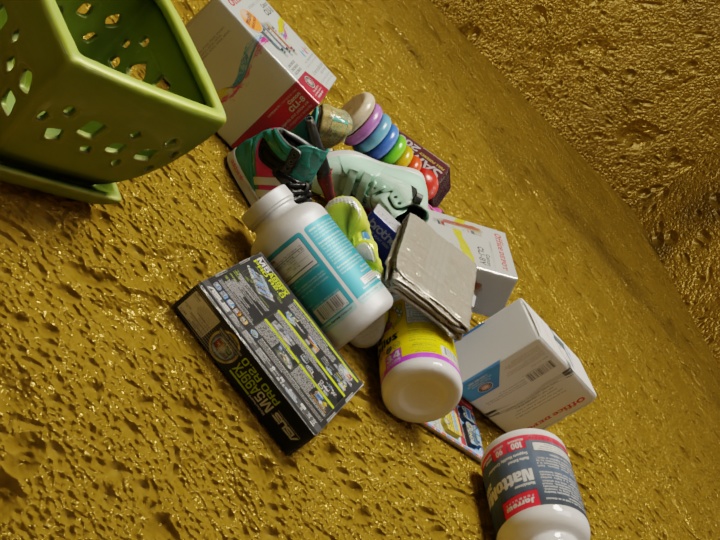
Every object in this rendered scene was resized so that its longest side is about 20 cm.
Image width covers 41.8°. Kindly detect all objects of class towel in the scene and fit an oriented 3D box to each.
[{"bbox_3d":[0.098,0.006,1.272,0.132,0.034,0.200,39,28,-9],"label":"towel"}]

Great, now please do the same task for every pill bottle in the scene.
[{"bbox_3d":[-0.059,-0.006,1.153,0.200,0.111,0.111,53,23,2],"label":"pill bottle"},{"bbox_3d":[0.227,0.313,1.204,0.119,0.119,0.200,38,25,-28],"label":"pill bottle"},{"bbox_3d":[0.073,0.099,1.255,0.104,0.104,0.200,39,25,-27],"label":"pill bottle"}]

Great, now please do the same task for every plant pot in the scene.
[{"bbox_3d":[-0.282,-0.183,0.907,0.200,0.181,0.200,15,42,-56],"label":"plant pot"}]

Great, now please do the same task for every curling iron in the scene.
[{"bbox_3d":[-0.047,-0.130,1.341,0.050,0.025,0.201,-124,-162,-53],"label":"curling iron"}]

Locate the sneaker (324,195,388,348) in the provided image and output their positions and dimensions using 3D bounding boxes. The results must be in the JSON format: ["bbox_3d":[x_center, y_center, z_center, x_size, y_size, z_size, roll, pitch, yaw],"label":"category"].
[{"bbox_3d":[0.000,0.000,1.261,0.105,0.075,0.201,-14,96,-82],"label":"sneaker"}]

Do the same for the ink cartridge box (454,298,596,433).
[{"bbox_3d":[0.237,0.153,1.397,0.200,0.146,0.086,41,22,-42],"label":"ink cartridge box"}]

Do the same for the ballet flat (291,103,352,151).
[{"bbox_3d":[-0.059,-0.202,1.399,0.071,0.071,0.200,47,-13,-11],"label":"ballet flat"}]

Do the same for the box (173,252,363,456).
[{"bbox_3d":[-0.095,0.085,1.036,0.200,0.044,0.160,52,22,1],"label":"box"}]

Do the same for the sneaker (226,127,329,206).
[{"bbox_3d":[-0.082,-0.111,1.253,0.200,0.121,0.084,56,23,10],"label":"sneaker"}]

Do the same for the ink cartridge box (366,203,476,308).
[{"bbox_3d":[0.064,0.008,1.365,0.200,0.094,0.044,43,23,-5],"label":"ink cartridge box"}]

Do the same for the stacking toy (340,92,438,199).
[{"bbox_3d":[0.048,-0.184,1.482,0.200,0.085,0.086,42,24,-25],"label":"stacking toy"}]

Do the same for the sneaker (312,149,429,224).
[{"bbox_3d":[0.011,-0.116,1.404,0.199,0.074,0.118,6,36,-13],"label":"sneaker"}]

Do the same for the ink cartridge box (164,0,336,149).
[{"bbox_3d":[-0.161,-0.282,1.330,0.200,0.144,0.145,45,25,-13],"label":"ink cartridge box"}]

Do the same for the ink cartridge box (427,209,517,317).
[{"bbox_3d":[0.133,-0.020,1.471,0.199,0.084,0.145,17,31,-11],"label":"ink cartridge box"}]

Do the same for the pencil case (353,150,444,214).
[{"bbox_3d":[0.046,-0.124,1.560,0.200,0.091,0.094,39,32,-23],"label":"pencil case"}]

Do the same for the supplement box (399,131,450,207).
[{"bbox_3d":[0.098,-0.168,1.641,0.109,0.061,0.200,36,0,7],"label":"supplement box"}]

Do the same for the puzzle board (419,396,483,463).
[{"bbox_3d":[0.112,0.164,1.345,0.151,0.017,0.201,37,26,-32],"label":"puzzle board"}]
